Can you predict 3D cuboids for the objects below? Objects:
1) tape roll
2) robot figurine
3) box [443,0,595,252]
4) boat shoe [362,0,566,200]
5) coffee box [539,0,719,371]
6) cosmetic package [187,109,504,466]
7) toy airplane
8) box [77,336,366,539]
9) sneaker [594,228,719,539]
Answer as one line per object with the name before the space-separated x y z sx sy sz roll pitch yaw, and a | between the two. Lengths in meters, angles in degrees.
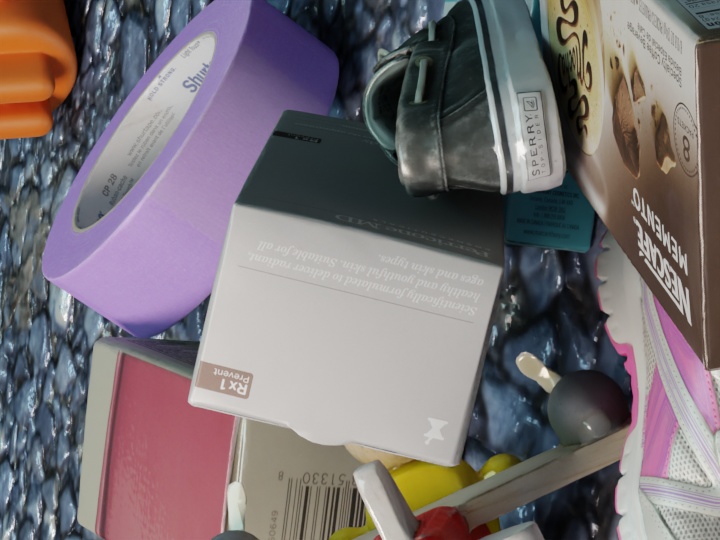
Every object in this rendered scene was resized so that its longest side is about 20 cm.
tape roll | -0.098 -0.062 1.134 0.200 0.066 0.200 -46 20 23
robot figurine | -0.284 -0.189 1.535 0.117 0.144 0.200 -29 52 15
box | 0.078 -0.112 0.923 0.082 0.049 0.200 11 95 61
boat shoe | 0.036 -0.074 0.801 0.200 0.071 0.072 -96 0 -78
coffee box | 0.123 -0.063 0.685 0.200 0.080 0.113 -111 14 -63
cosmetic package | 0.000 0.000 0.803 0.200 0.107 0.090 -85 8 -77
toy airplane | 0.023 0.102 0.826 0.199 0.200 0.141 -47 58 47
box | -0.053 0.103 1.040 0.200 0.128 0.109 12 96 62
sneaker | 0.144 0.050 0.737 0.088 0.081 0.200 -45 48 52
